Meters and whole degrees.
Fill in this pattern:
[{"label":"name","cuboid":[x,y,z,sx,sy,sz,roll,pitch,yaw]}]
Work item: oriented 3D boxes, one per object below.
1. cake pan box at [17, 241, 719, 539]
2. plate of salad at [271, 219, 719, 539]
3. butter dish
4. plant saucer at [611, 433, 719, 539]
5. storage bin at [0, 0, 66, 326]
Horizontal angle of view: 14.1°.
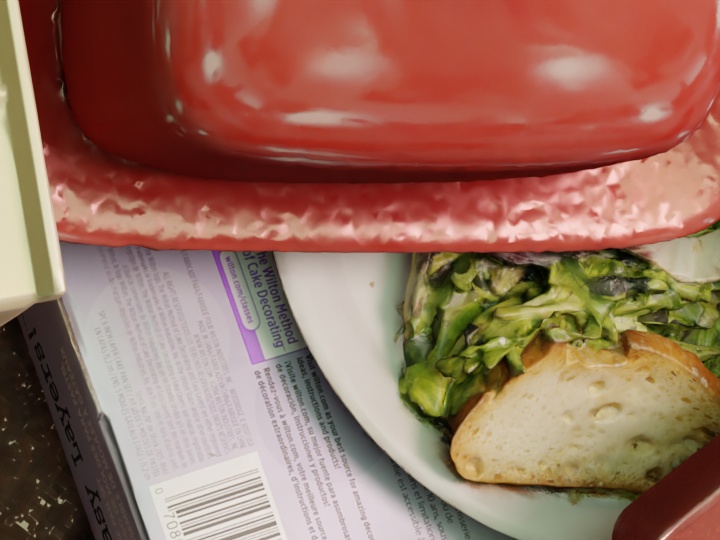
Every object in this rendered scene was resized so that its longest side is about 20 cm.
[{"label":"cake pan box","cuboid":[0.000,0.000,0.796,0.184,0.052,0.200,-18,82,-21]},{"label":"plate of salad","cuboid":[0.071,-0.023,0.775,0.200,0.048,0.200,5,74,-18]},{"label":"butter dish","cuboid":[0.018,-0.095,0.656,0.199,0.148,0.200,0,100,-14]},{"label":"plant saucer","cuboid":[0.139,0.092,0.784,0.200,0.037,0.200,-34,131,-31]},{"label":"storage bin","cuboid":[-0.149,-0.067,0.702,0.094,0.200,0.199,-9,85,-18]}]
